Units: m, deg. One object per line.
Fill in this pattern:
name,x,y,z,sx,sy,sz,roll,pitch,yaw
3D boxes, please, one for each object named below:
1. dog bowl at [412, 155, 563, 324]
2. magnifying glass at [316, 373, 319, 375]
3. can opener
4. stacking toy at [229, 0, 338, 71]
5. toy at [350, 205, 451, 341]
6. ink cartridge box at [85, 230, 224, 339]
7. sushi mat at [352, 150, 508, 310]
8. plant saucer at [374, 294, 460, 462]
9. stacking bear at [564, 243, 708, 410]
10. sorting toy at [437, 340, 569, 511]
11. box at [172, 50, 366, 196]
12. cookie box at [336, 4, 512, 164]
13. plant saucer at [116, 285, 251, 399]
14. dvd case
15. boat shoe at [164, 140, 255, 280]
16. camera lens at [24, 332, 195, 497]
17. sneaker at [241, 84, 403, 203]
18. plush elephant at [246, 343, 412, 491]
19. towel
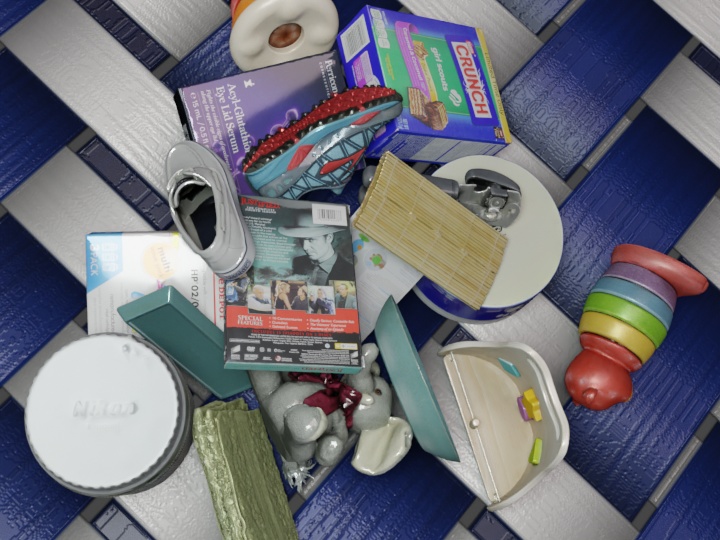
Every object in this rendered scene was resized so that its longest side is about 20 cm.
dog bowl,0.151,-0.039,1.117,0.197,0.079,0.203,3,73,-9
magnifying glass,-0.091,0.052,1.020,0.079,0.022,0.202,-30,120,-20
can opener,0.097,-0.096,1.066,0.197,0.054,0.067,9,40,-6
stacking toy,-0.125,-0.363,1.156,0.145,0.147,0.202,-17,62,-14
toy,0.000,0.000,1.057,0.115,0.047,0.200,38,108,-17
ink cartridge box,-0.200,0.014,0.988,0.197,0.068,0.117,-2,94,-11
sushi mat,0.084,-0.042,1.012,0.199,0.012,0.097,33,74,-26
plant saucer,0.058,0.126,0.998,0.036,0.200,0.202,-23,78,2
stacking bear,0.322,0.080,1.099,0.113,0.121,0.201,30,79,-2
sorting toy,0.183,0.158,1.010,0.106,0.180,0.202,-14,77,-13
box,-0.110,-0.168,1.077,0.198,0.104,0.150,-18,98,-13
cookie box,0.083,-0.229,1.124,0.198,0.075,0.173,-1,72,-38
plant saucer,-0.178,0.085,0.965,0.069,0.200,0.019,-22,49,14
dvd case,-0.074,0.012,0.943,0.144,0.022,0.202,3,61,-16
boat shoe,-0.169,-0.079,0.932,0.073,0.065,0.201,-40,52,6
camera lens,-0.255,0.153,0.926,0.158,0.200,0.162,2,77,-8
sneaker,-0.034,-0.138,1.016,0.199,0.079,0.096,-29,124,-3
plush elephant,-0.027,0.146,0.984,0.154,0.202,0.165,-25,44,-18
towel,-0.123,0.237,0.961,0.036,0.148,0.202,-22,80,13
